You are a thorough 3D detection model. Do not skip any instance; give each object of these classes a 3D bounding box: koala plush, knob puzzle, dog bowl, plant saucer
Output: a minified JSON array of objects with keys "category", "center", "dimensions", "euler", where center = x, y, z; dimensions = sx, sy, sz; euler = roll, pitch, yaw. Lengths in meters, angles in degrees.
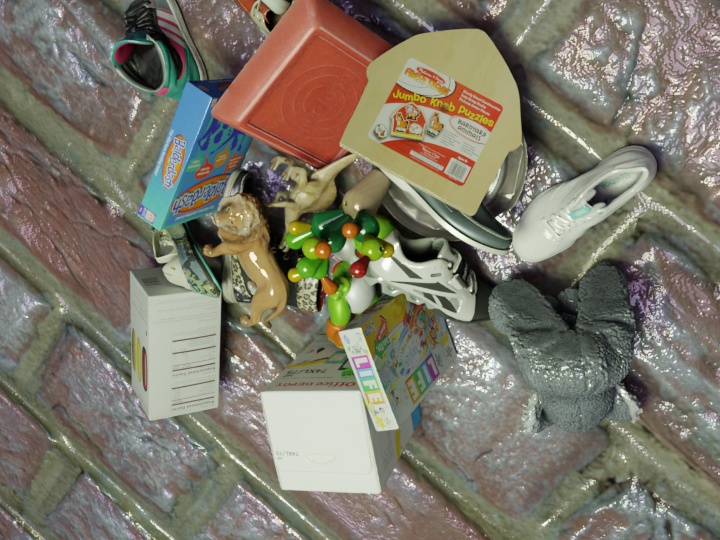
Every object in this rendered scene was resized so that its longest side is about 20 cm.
[{"category":"koala plush","center":[0.263,0.128,0.912],"dimensions":[0.176,0.184,0.201],"euler":[-9,126,8]},{"category":"knob puzzle","center":[0.096,-0.189,0.854],"dimensions":[0.218,0.030,0.221],"euler":[0,83,-2]},{"category":"dog bowl","center":[0.115,-0.141,0.930],"dimensions":[0.199,0.059,0.201],"euler":[7,110,18]},{"category":"plant saucer","center":[-0.048,-0.213,0.907],"dimensions":[0.200,0.200,0.037],"euler":[-44,46,27]}]

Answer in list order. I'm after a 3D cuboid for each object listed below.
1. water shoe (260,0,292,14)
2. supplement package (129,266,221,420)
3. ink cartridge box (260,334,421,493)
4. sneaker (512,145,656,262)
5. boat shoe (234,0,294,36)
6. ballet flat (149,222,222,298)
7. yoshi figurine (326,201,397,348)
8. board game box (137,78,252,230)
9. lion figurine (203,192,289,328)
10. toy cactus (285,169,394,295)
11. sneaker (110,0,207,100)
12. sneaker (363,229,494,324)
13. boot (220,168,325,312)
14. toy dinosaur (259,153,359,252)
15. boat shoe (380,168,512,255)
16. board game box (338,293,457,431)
[{"category":"water shoe","center":[-0.086,-0.368,0.855],"dimensions":[0.071,0.200,0.079],"euler":[38,121,-23]},{"category":"supplement package","center":[-0.282,0.106,1.111],"dimensions":[0.114,0.109,0.201],"euler":[34,124,53]},{"category":"ink cartridge box","center":[-0.020,0.190,1.012],"dimensions":[0.146,0.200,0.147],"euler":[-4,106,21]},{"category":"sneaker","center":[0.261,-0.075,0.880],"dimensions":[0.200,0.088,0.075],"euler":[-40,92,27]},{"category":"boat shoe","center":[-0.102,-0.330,0.949],"dimensions":[0.200,0.063,0.071],"euler":[41,118,5]},{"category":"ballet flat","center":[-0.258,-0.017,1.057],"dimensions":[0.200,0.074,0.074],"euler":[54,126,44]},{"category":"yoshi figurine","center":[0.006,0.004,1.001],"dimensions":[0.111,0.112,0.201],"euler":[1,106,4]},{"category":"board game box","center":[-0.210,-0.161,0.995],"dimensions":[0.045,0.152,0.200],"euler":[34,116,10]},{"category":"lion figurine","center":[-0.138,-0.008,0.970],"dimensions":[0.122,0.073,0.200],"euler":[-12,117,43]},{"category":"toy cactus","center":[-0.014,-0.049,0.903],"dimensions":[0.102,0.165,0.200],"euler":[43,162,-20]},{"category":"sneaker","center":[-0.298,-0.320,0.993],"dimensions":[0.083,0.121,0.201],"euler":[-27,96,26]},{"category":"sneaker","center":[0.109,0.005,0.933],"dimensions":[0.199,0.074,0.089],"euler":[17,130,-20]},{"category":"boot","center":[-0.121,-0.038,1.050],"dimensions":[0.153,0.073,0.205],"euler":[10,112,13]},{"category":"toy dinosaur","center":[-0.067,-0.114,0.957],"dimensions":[0.101,0.058,0.200],"euler":[22,125,-37]},{"category":"boat shoe","center":[0.108,-0.097,0.876],"dimensions":[0.200,0.073,0.062],"euler":[41,117,11]},{"category":"board game box","center":[0.055,0.098,0.952],"dimensions":[0.034,0.200,0.135],"euler":[-14,103,33]}]
